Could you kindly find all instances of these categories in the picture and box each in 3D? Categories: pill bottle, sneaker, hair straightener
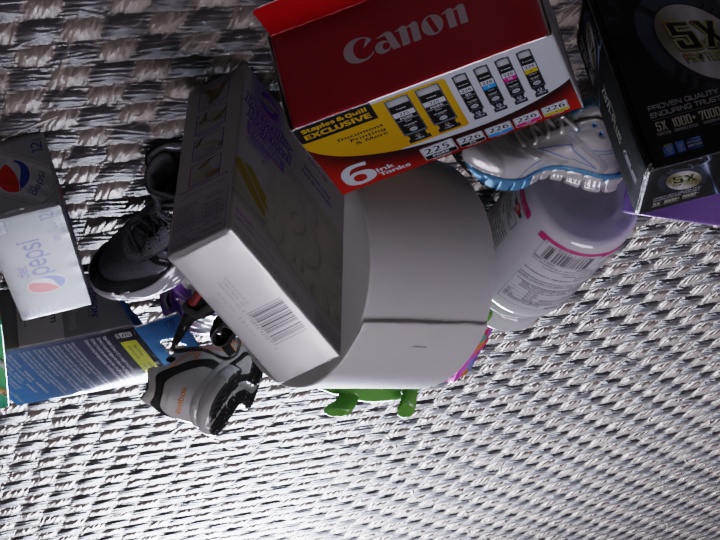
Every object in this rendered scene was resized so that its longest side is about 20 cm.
[{"bbox_3d":[0.170,-0.027,1.747,0.112,0.114,0.200,-5,156,-24],"label":"pill bottle"},{"bbox_3d":[-0.150,0.019,1.694,0.088,0.081,0.200,-14,160,15],"label":"sneaker"},{"bbox_3d":[-0.163,-0.048,1.529,0.199,0.076,0.114,-30,154,16],"label":"sneaker"},{"bbox_3d":[-0.135,0.090,1.676,0.079,0.074,0.200,17,-170,10],"label":"sneaker"},{"bbox_3d":[0.164,-0.121,1.602,0.198,0.075,0.087,-3,142,-35],"label":"sneaker"},{"bbox_3d":[-0.107,0.029,1.551,0.041,0.077,0.200,-25,165,-43],"label":"hair straightener"}]

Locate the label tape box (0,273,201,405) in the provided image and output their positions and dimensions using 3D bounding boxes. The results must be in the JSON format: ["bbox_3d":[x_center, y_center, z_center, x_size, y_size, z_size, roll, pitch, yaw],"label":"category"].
[{"bbox_3d":[-0.249,0.059,1.705,0.198,0.067,0.143,-13,158,5],"label":"label tape box"}]

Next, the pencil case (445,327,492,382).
[{"bbox_3d":[0.099,0.051,1.919,0.087,0.089,0.200,-10,159,-13],"label":"pencil case"}]

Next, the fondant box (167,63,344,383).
[{"bbox_3d":[-0.073,-0.038,1.386,0.058,0.201,0.145,-26,126,20],"label":"fondant box"}]

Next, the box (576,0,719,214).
[{"bbox_3d":[0.290,-0.155,1.461,0.198,0.165,0.086,-13,158,-4],"label":"box"}]

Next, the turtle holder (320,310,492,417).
[{"bbox_3d":[0.017,0.048,1.762,0.140,0.133,0.185,35,140,-24],"label":"turtle holder"}]

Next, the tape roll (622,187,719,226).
[{"bbox_3d":[0.326,-0.069,1.583,0.198,0.066,0.200,6,-177,0],"label":"tape roll"}]

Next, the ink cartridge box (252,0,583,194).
[{"bbox_3d":[0.043,-0.152,1.336,0.198,0.085,0.176,-20,157,11],"label":"ink cartridge box"}]

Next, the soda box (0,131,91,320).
[{"bbox_3d":[-0.265,-0.032,1.498,0.063,0.069,0.200,-14,158,-7],"label":"soda box"}]

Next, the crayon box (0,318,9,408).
[{"bbox_3d":[-0.331,0.030,1.533,0.058,0.120,0.200,-10,157,-13],"label":"crayon box"}]

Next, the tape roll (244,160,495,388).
[{"bbox_3d":[0.000,0.000,1.580,0.138,0.204,0.202,3,152,-39],"label":"tape roll"}]
